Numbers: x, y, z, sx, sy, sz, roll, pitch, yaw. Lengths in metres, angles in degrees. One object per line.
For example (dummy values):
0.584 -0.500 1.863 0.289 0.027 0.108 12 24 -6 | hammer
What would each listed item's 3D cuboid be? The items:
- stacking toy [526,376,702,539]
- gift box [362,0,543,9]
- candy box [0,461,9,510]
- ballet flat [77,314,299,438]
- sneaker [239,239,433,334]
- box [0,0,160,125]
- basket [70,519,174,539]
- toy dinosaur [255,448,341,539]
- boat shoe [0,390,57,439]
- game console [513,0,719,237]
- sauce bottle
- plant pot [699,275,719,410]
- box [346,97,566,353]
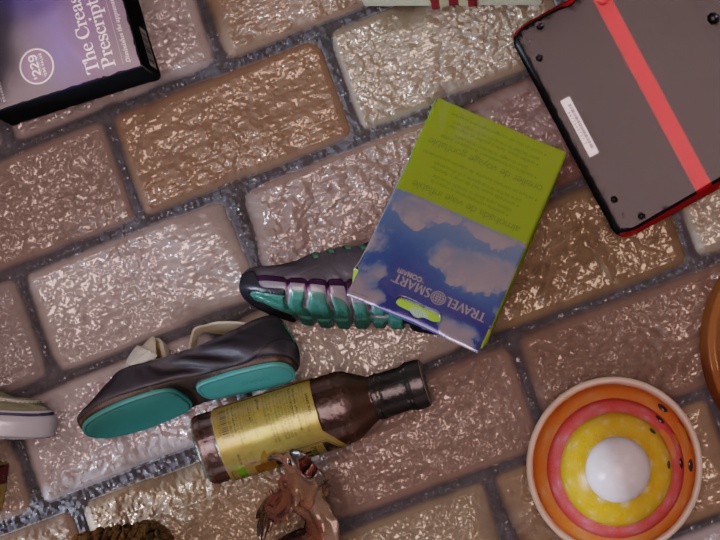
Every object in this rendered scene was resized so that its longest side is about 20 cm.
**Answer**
0.202 0.158 1.510 0.144 0.200 0.148 0 88 5 | stacking toy
0.064 -0.321 1.555 0.182 0.187 0.202 -5 88 5 | gift box
-0.406 0.167 1.608 0.198 0.117 0.057 11 88 6 | candy box
-0.146 0.084 1.619 0.198 0.073 0.074 -18 86 10 | ballet flat
0.000 0.000 1.613 0.198 0.075 0.088 6 69 -1 | sneaker
-0.268 -0.242 1.638 0.140 0.079 0.202 -17 86 7 | box
-0.221 0.282 1.543 0.147 0.200 0.144 -13 87 5 | basket
-0.057 0.248 1.592 0.135 0.086 0.201 38 104 13 | toy dinosaur
-0.352 0.106 1.630 0.198 0.072 0.063 6 87 8 | boat shoe
0.246 -0.154 1.611 0.176 0.031 0.201 -29 84 8 | game console
-0.040 0.122 1.602 0.198 0.065 0.065 -17 86 6 | sauce bottle
0.374 0.058 1.530 0.198 0.140 0.202 0 88 6 | plant pot
0.077 -0.031 1.570 0.121 0.048 0.201 23 64 6 | box
